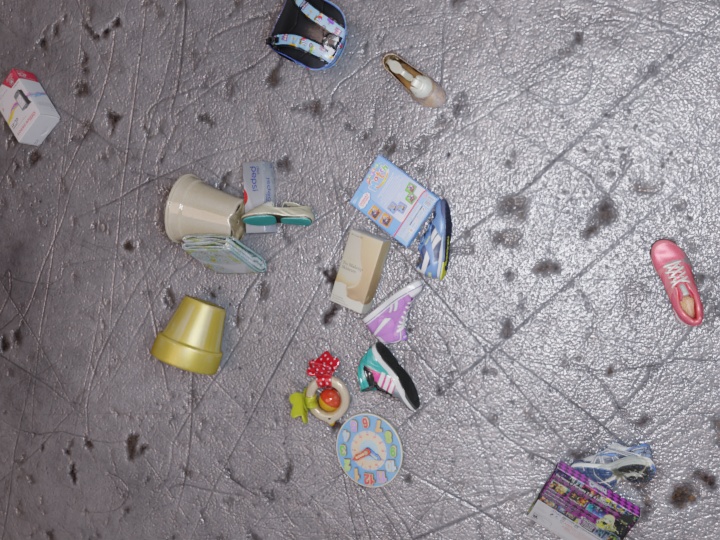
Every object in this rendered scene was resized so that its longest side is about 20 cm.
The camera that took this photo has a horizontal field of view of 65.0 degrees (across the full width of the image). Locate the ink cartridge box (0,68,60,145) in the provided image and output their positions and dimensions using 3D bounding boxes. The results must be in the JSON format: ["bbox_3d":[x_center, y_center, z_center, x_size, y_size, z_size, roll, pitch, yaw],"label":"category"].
[{"bbox_3d":[-1.138,-0.554,1.924,0.147,0.085,0.201,-39,78,20],"label":"ink cartridge box"}]

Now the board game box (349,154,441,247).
[{"bbox_3d":[0.088,-0.182,1.471,0.199,0.037,0.152,39,107,15],"label":"board game box"}]

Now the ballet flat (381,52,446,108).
[{"bbox_3d":[0.127,-0.476,1.414,0.199,0.067,0.068,40,108,14],"label":"ballet flat"}]

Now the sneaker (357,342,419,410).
[{"bbox_3d":[0.060,0.302,1.499,0.120,0.083,0.201,-36,88,27],"label":"sneaker"}]

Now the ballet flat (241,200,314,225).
[{"bbox_3d":[-0.226,-0.159,1.555,0.196,0.069,0.071,2,96,-9],"label":"ballet flat"}]

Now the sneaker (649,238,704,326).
[{"bbox_3d":[0.689,0.025,1.211,0.073,0.087,0.203,-23,85,21],"label":"sneaker"}]

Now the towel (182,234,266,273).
[{"bbox_3d":[-0.384,-0.044,1.600,0.168,0.200,0.049,1,67,23],"label":"towel"}]

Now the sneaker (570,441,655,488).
[{"bbox_3d":[0.582,0.444,1.304,0.199,0.085,0.077,-24,110,42],"label":"sneaker"}]

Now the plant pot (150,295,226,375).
[{"bbox_3d":[-0.489,0.184,1.668,0.198,0.201,0.192,17,84,20],"label":"plant pot"}]

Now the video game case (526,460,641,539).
[{"bbox_3d":[0.519,0.570,1.329,0.198,0.036,0.183,28,121,19],"label":"video game case"}]

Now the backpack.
[{"bbox_3d":[-0.116,-0.612,1.467,0.199,0.134,0.184,33,105,17],"label":"backpack"}]

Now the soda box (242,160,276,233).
[{"bbox_3d":[-0.288,-0.207,1.610,0.067,0.063,0.204,0,94,23],"label":"soda box"}]

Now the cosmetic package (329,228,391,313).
[{"bbox_3d":[0.000,0.000,1.503,0.104,0.071,0.203,20,102,20],"label":"cosmetic package"}]

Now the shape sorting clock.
[{"bbox_3d":[0.022,0.494,1.552,0.197,0.039,0.204,2,95,22],"label":"shape sorting clock"}]

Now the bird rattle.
[{"bbox_3d":[-0.101,0.339,1.581,0.162,0.113,0.201,35,93,4],"label":"bird rattle"}]

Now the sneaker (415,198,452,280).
[{"bbox_3d":[0.183,-0.080,1.421,0.081,0.074,0.204,9,97,23],"label":"sneaker"}]

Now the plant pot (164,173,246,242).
[{"bbox_3d":[-0.426,-0.158,1.617,0.181,0.200,0.204,14,100,10],"label":"plant pot"}]

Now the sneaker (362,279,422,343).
[{"bbox_3d":[0.109,0.116,1.474,0.200,0.072,0.115,-42,82,31],"label":"sneaker"}]
